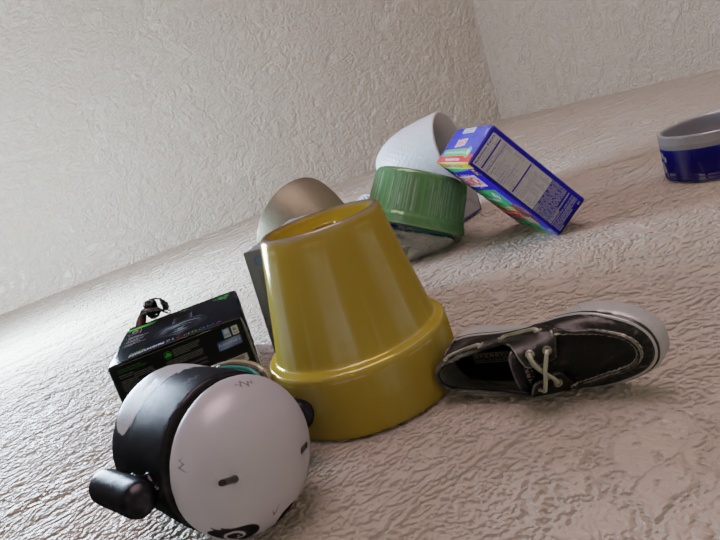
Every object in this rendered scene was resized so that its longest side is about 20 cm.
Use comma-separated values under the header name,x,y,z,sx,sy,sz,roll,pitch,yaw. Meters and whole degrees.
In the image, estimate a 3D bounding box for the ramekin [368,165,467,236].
name,x,y,z,sx,sy,sz,roll,pitch,yaw
ramekin,0.108,-0.131,1.124,0.196,0.100,0.200,11,4,-1

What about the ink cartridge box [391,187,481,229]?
name,x,y,z,sx,sy,sz,roll,pitch,yaw
ink cartridge box,0.147,-0.136,1.321,0.198,0.078,0.136,-3,19,45

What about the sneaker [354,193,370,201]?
name,x,y,z,sx,sy,sz,roll,pitch,yaw
sneaker,0.033,-0.189,1.680,0.081,0.076,0.199,-27,15,-27

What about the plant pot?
name,x,y,z,sx,sy,sz,roll,pitch,yaw
plant pot,-0.013,0.037,0.617,0.197,0.192,0.201,-16,13,4

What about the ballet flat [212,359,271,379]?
name,x,y,z,sx,sy,sz,roll,pitch,yaw
ballet flat,-0.161,0.144,0.654,0.197,0.070,0.069,-21,11,26

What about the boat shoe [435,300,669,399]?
name,x,y,z,sx,sy,sz,roll,pitch,yaw
boat shoe,0.153,0.078,0.503,0.198,0.072,0.063,-17,10,43

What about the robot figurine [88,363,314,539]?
name,x,y,z,sx,sy,sz,roll,pitch,yaw
robot figurine,-0.128,0.145,0.495,0.198,0.125,0.152,-4,49,46

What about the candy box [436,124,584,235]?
name,x,y,z,sx,sy,sz,roll,pitch,yaw
candy box,0.244,-0.153,0.994,0.078,0.198,0.169,-54,13,4

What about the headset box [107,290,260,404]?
name,x,y,z,sx,sy,sz,roll,pitch,yaw
headset box,-0.233,0.113,0.821,0.171,0.094,0.200,-20,13,-10

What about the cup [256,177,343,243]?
name,x,y,z,sx,sy,sz,roll,pitch,yaw
cup,-0.079,-0.059,1.149,0.199,0.204,0.142,-28,44,-36

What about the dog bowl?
name,x,y,z,sx,sy,sz,roll,pitch,yaw
dog bowl,0.615,-0.218,1.004,0.196,0.080,0.200,-18,14,5

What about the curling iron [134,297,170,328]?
name,x,y,z,sx,sy,sz,roll,pitch,yaw
curling iron,-0.340,0.107,0.939,0.049,0.026,0.201,-11,-31,-38

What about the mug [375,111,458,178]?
name,x,y,z,sx,sy,sz,roll,pitch,yaw
mug,0.142,-0.243,1.335,0.173,0.151,0.198,-18,-20,36

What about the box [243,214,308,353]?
name,x,y,z,sx,sy,sz,roll,pitch,yaw
box,-0.099,0.017,0.881,0.040,0.159,0.200,-12,14,13

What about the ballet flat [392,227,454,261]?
name,x,y,z,sx,sy,sz,roll,pitch,yaw
ballet flat,0.070,-0.051,1.088,0.196,0.073,0.072,10,13,-4
